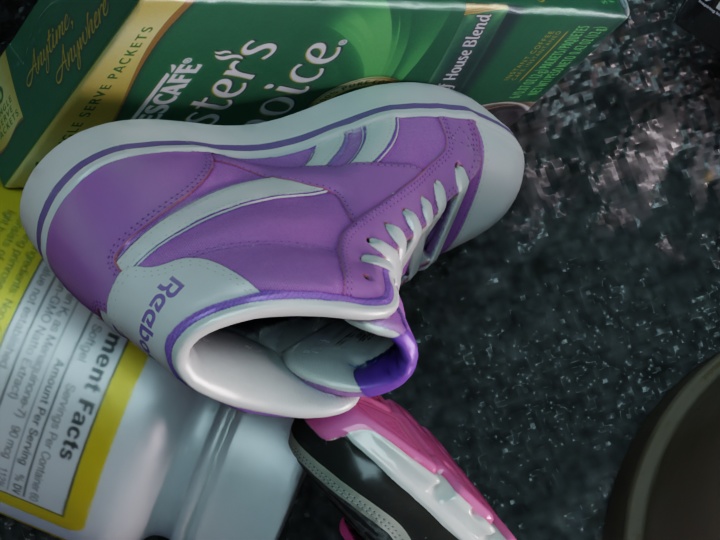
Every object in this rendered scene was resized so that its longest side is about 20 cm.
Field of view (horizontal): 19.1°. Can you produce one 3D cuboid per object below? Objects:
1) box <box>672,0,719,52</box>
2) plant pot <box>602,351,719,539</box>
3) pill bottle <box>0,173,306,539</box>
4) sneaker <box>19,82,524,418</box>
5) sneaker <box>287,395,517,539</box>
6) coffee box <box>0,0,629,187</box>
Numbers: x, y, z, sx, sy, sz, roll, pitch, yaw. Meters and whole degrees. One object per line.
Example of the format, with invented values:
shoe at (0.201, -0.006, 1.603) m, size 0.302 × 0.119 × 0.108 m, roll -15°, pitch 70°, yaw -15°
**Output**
box at (0.243, -0.109, 0.822) m, size 0.193 × 0.048 × 0.200 m, roll 36°, pitch 50°, yaw 3°
plant pot at (0.196, 0.093, 0.733) m, size 0.200 × 0.174 × 0.200 m, roll 2°, pitch 73°, yaw -5°
pill bottle at (-0.111, 0.031, 0.753) m, size 0.200 × 0.114 × 0.114 m, roll 22°, pitch 74°, yaw 1°
sneaker at (0.000, 0.001, 0.697) m, size 0.200 × 0.073 × 0.114 m, roll -13°, pitch 42°, yaw -40°
sneaker at (0.020, 0.121, 0.721) m, size 0.087 × 0.200 × 0.074 m, roll -36°, pitch 38°, yaw -2°
coffee box at (-0.020, -0.075, 0.747) m, size 0.200 × 0.123 × 0.044 m, roll -2°, pitch 63°, yaw -36°
